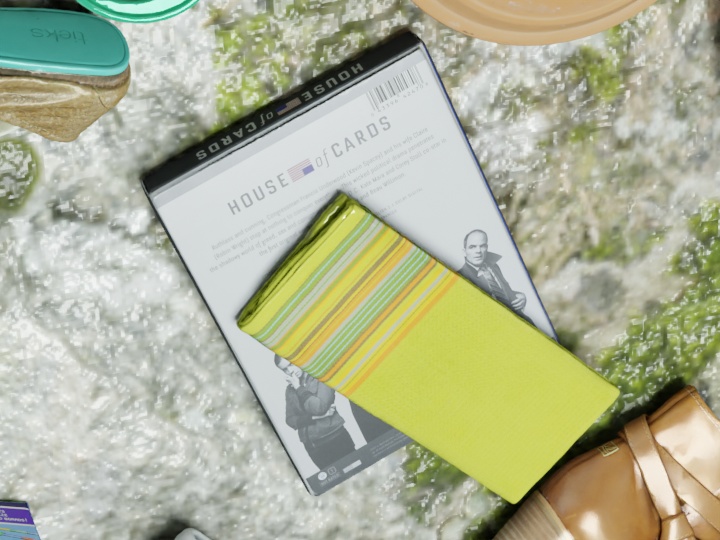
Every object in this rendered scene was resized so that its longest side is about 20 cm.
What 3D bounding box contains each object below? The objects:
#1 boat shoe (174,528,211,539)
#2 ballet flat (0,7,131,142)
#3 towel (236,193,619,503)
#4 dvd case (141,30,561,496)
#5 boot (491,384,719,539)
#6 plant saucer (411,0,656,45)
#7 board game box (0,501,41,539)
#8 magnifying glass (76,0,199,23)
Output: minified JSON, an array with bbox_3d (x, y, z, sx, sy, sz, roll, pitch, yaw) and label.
[{"bbox_3d":[-0.032,0.195,1.411,0.200,0.072,0.069,35,102,-22],"label":"boat shoe"},{"bbox_3d":[-0.199,-0.092,1.200,0.199,0.068,0.073,9,133,-28],"label":"ballet flat"},{"bbox_3d":[0.036,0.042,1.351,0.200,0.018,0.086,34,108,-33],"label":"towel"},{"bbox_3d":[0.000,0.000,1.337,0.150,0.025,0.201,-29,123,-3],"label":"dvd case"},{"bbox_3d":[0.166,0.165,1.468,0.155,0.077,0.200,-40,116,-1],"label":"boot"},{"bbox_3d":[0.092,-0.196,1.261,0.199,0.032,0.202,-8,119,-15],"label":"plant saucer"},{"bbox_3d":[-0.238,0.149,1.264,0.199,0.136,0.035,6,115,-22],"label":"board game box"},{"bbox_3d":[-0.140,-0.179,1.193,0.200,0.022,0.080,35,101,-33],"label":"magnifying glass"}]
